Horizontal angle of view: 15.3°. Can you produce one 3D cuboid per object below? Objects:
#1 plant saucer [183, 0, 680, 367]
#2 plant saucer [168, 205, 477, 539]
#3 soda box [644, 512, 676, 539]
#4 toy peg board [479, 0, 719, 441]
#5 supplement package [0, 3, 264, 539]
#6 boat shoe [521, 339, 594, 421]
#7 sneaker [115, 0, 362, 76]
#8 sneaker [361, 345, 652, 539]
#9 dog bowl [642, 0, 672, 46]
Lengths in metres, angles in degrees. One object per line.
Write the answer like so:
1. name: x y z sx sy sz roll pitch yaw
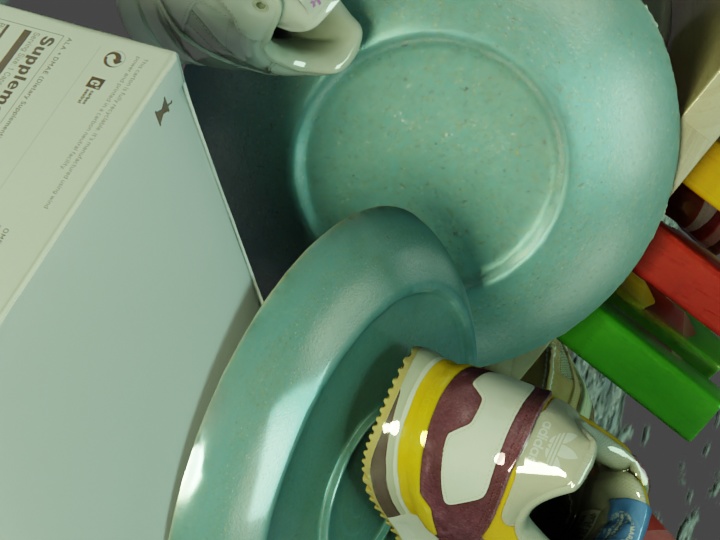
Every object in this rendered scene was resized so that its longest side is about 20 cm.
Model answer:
1. plant saucer: 0.026 -0.046 1.040 0.039 0.200 0.202 -88 -176 -69
2. plant saucer: -0.006 0.076 0.975 0.200 0.027 0.201 -44 143 -46
3. soda box: 0.050 0.172 1.185 0.200 0.063 0.070 -41 179 -24
4. toy peg board: 0.151 -0.037 1.168 0.199 0.098 0.200 -51 -172 16
5. supplement package: -0.117 0.037 0.885 0.156 0.110 0.201 -59 151 -29
6. boat shoe: 0.064 0.036 1.280 0.200 0.071 0.077 -92 160 -67
7. sneaker: -0.054 -0.135 0.929 0.075 0.099 0.200 -63 152 -18
8. sneaker: 0.068 0.097 1.002 0.075 0.090 0.200 -65 154 -13
9. dog bowl: 0.086 -0.173 1.153 0.200 0.058 0.201 -10 90 -74
